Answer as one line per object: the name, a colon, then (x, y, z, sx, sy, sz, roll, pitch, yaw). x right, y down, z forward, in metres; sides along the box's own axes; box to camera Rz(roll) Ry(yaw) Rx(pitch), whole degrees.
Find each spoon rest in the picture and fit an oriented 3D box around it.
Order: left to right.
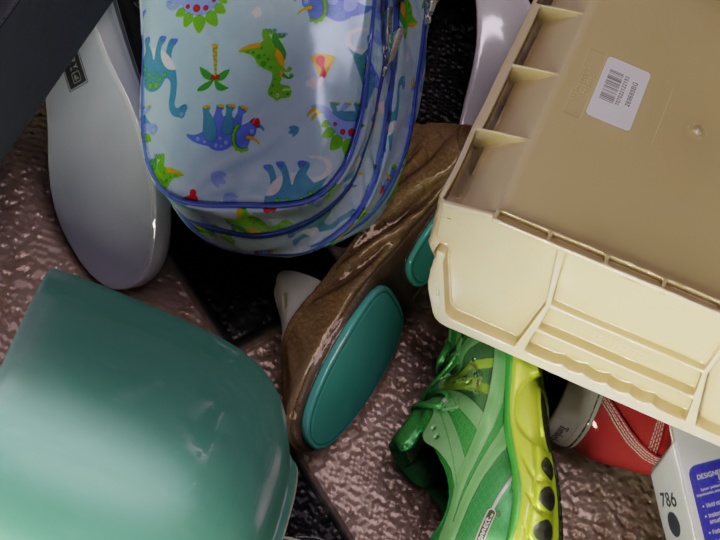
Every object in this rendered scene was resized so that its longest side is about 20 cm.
spoon rest: (0.092, -0.100, 0.907, 0.098, 0.061, 0.202, -15, 62, 10)

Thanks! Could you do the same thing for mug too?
mug: (-0.097, 0.103, 0.593, 0.113, 0.186, 0.153, 22, 35, -8)

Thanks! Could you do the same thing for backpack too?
backpack: (-0.041, -0.107, 0.777, 0.161, 0.203, 0.154, 4, 16, 6)

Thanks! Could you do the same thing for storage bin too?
storage bin: (0.154, -0.041, 0.786, 0.196, 0.094, 0.201, 23, 56, 7)

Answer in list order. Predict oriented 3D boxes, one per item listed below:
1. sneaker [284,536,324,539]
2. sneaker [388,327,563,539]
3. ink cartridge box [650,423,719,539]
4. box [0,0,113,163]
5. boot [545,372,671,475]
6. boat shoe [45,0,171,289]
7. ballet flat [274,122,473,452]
sneaker: (-0.027, 0.191, 0.672, 0.129, 0.079, 0.201, 31, 40, -31)
sneaker: (0.054, 0.068, 0.803, 0.082, 0.074, 0.202, -9, 48, 9)
ink cartridge box: (0.209, 0.148, 0.798, 0.098, 0.039, 0.203, -11, 86, -16)
box: (-0.228, -0.129, 0.707, 0.180, 0.104, 0.201, 26, 60, 4)
boot: (0.190, 0.028, 0.875, 0.143, 0.072, 0.202, 23, 67, -5)
boat shoe: (-0.130, -0.092, 0.834, 0.066, 0.069, 0.202, -11, 82, -59)
ballet flat: (0.000, 0.000, 0.829, 0.072, 0.068, 0.201, 24, 71, 28)
